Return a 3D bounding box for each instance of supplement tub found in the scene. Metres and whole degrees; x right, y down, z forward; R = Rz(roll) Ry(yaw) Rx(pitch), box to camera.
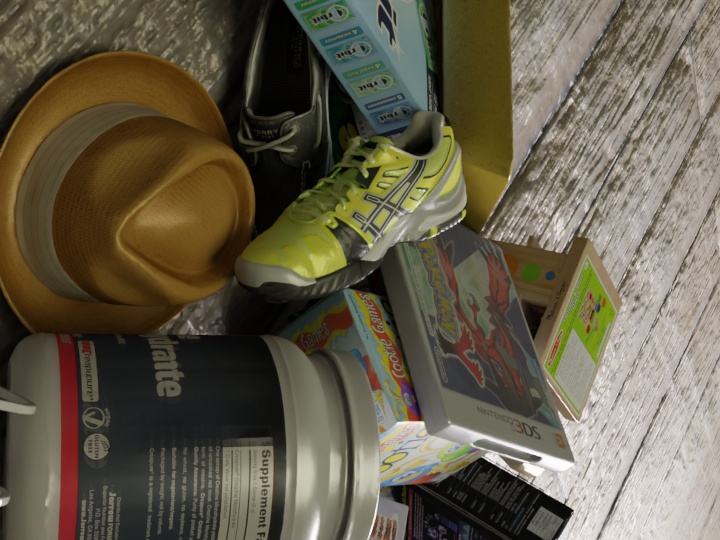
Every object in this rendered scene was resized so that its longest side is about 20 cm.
[{"bbox_3d":[-0.101,0.107,0.619,0.197,0.140,0.143,2,103,-20],"label":"supplement tub"}]

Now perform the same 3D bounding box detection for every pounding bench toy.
[{"bbox_3d":[0.121,0.073,0.981,0.124,0.154,0.202,47,62,-51],"label":"pounding bench toy"}]

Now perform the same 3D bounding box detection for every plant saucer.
[{"bbox_3d":[0.080,-0.144,0.849,0.200,0.048,0.203,98,-8,-78],"label":"plant saucer"}]

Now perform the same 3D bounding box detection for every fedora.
[{"bbox_3d":[-0.125,-0.034,0.648,0.200,0.081,0.204,-24,121,-49],"label":"fedora"}]

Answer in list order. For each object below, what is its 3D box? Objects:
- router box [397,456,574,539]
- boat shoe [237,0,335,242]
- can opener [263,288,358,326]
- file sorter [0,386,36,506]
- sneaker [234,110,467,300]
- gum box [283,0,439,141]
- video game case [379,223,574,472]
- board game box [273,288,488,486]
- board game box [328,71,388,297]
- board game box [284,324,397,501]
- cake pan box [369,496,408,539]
[{"bbox_3d":[0.109,0.253,0.998,0.062,0.149,0.202,-47,153,-32],"label":"router box"},{"bbox_3d":[-0.057,-0.099,0.732,0.071,0.071,0.204,-2,93,-71],"label":"boat shoe"},{"bbox_3d":[0.000,0.000,0.865,0.199,0.053,0.068,-30,108,-48],"label":"can opener"},{"bbox_3d":[-0.252,0.127,0.486,0.138,0.123,0.203,27,79,-56],"label":"file sorter"},{"bbox_3d":[-0.008,-0.045,0.699,0.199,0.075,0.077,-33,127,-41],"label":"sneaker"},{"bbox_3d":[-0.001,-0.206,0.739,0.200,0.044,0.172,47,35,-51],"label":"gum box"},{"bbox_3d":[0.082,0.043,0.806,0.181,0.023,0.202,25,42,-48],"label":"video game case"},{"bbox_3d":[0.024,0.093,0.799,0.199,0.104,0.104,13,47,-54],"label":"board game box"},{"bbox_3d":[0.007,-0.081,0.827,0.104,0.023,0.203,-28,107,-47],"label":"board game box"},{"bbox_3d":[-0.016,0.133,0.913,0.199,0.034,0.137,23,82,-56],"label":"board game box"},{"bbox_3d":[-0.023,0.299,0.822,0.185,0.052,0.202,108,-3,-47],"label":"cake pan box"}]
